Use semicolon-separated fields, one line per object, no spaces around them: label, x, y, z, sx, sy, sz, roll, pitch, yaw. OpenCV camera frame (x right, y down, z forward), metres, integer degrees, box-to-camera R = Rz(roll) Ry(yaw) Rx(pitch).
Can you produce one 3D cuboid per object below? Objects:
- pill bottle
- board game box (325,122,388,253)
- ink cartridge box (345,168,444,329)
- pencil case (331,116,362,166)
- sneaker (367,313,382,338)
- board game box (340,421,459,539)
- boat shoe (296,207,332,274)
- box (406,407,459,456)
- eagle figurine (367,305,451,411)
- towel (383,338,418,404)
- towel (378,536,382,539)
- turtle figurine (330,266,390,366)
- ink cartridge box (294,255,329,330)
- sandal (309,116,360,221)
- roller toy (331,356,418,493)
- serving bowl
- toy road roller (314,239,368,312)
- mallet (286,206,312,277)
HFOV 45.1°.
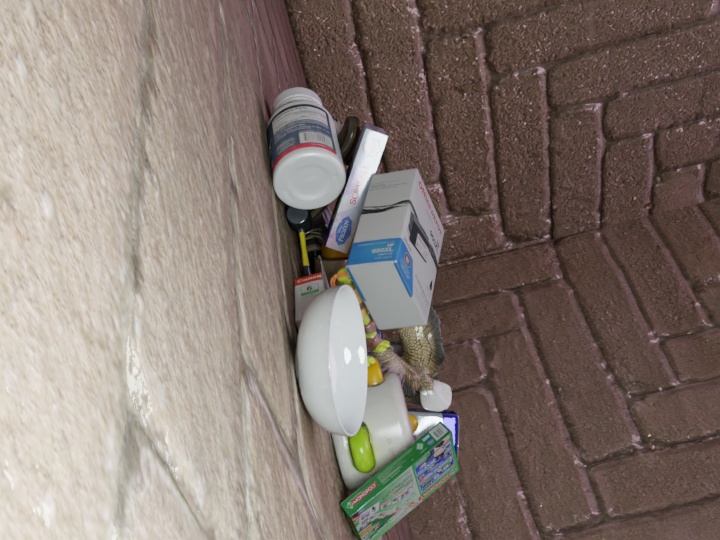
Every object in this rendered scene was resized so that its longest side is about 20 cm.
pill bottle;-0.095;-0.209;1.435;0.120;0.119;0.201;75;3;-46
board game box;-0.008;-0.145;1.465;0.200;0.041;0.201;-96;-155;-78
ink cartridge box;0.058;-0.034;1.321;0.145;0.084;0.201;62;31;-41
pencil case;-0.064;-0.257;1.622;0.089;0.199;0.078;131;-20;-67
sneaker;0.010;0.105;1.672;0.200;0.087;0.076;128;-22;-59
board game box;0.065;0.335;1.343;0.029;0.199;0.135;43;-19;34
boat shoe;-0.076;-0.052;1.586;0.073;0.074;0.202;-47;116;-77
box;0.085;0.317;1.663;0.184;0.198;0.106;65;28;-82
eagle figurine;0.084;0.165;1.605;0.152;0.149;0.201;-94;173;-49
towel;0.047;0.204;1.786;0.034;0.199;0.134;-37;124;-50
towel;0.030;0.500;1.471;0.200;0.034;0.134;-95;171;-76
turtle figurine;-0.012;0.063;1.318;0.200;0.064;0.163;-51;129;-61
ink cartridge box;-0.068;0.069;1.354;0.200;0.050;0.110;-102;177;-63
sandal;-0.062;-0.183;1.517;0.201;0.054;0.082;-62;-155;19
roller toy;0.028;0.265;1.440;0.183;0.138;0.201;75;2;-47
serving bowl;-0.043;0.120;1.158;0.200;0.065;0.202;-4;90;-76
toy road roller;0.000;0.000;1.559;0.146;0.198;0.124;-155;-119;-64
mallet;-0.093;-0.017;1.452;0.066;0.041;0.202;76;6;-67
